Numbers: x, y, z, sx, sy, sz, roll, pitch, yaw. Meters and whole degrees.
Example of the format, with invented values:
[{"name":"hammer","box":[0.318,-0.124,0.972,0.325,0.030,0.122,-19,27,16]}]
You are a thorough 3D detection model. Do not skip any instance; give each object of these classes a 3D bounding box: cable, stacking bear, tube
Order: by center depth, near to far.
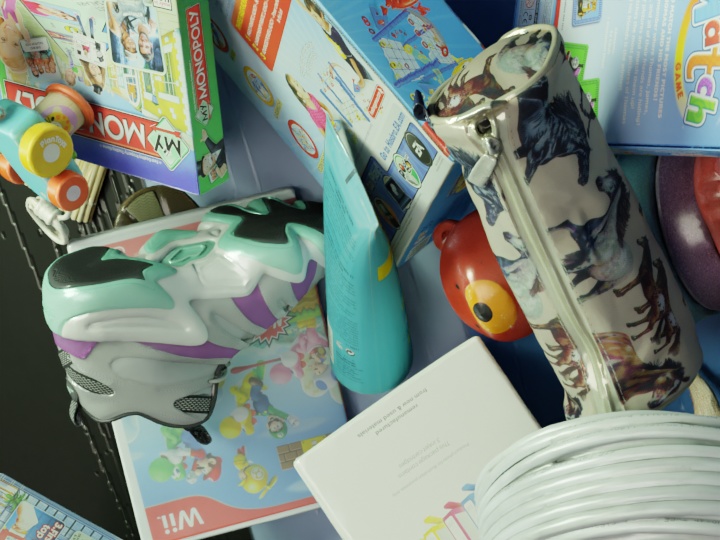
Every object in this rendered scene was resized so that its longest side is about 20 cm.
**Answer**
[{"name":"cable","box":[0.155,0.134,1.047,0.200,0.200,0.069,-32,46,48]},{"name":"stacking bear","box":[0.133,-0.012,1.142,0.200,0.114,0.122,-14,120,31]},{"name":"tube","box":[0.000,0.000,1.198,0.200,0.050,0.078,83,160,-58]}]

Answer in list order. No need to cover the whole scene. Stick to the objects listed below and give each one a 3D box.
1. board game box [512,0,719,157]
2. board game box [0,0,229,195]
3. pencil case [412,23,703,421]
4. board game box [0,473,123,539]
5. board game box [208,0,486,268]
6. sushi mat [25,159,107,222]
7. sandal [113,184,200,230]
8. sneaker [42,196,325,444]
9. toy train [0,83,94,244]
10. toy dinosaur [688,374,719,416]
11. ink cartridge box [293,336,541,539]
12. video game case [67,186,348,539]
[{"name":"board game box","box":[0.147,-0.133,1.063,0.200,0.037,0.152,8,90,60]},{"name":"board game box","box":[-0.165,-0.130,1.230,0.200,0.029,0.135,17,124,34]},{"name":"pencil case","box":[0.100,-0.015,1.031,0.078,0.089,0.200,-11,115,37]},{"name":"board game box","box":[-0.140,0.237,1.354,0.200,0.062,0.200,20,150,25]},{"name":"board game box","box":[-0.009,-0.116,1.160,0.196,0.056,0.200,50,164,7]},{"name":"sushi mat","box":[-0.183,-0.136,1.348,0.096,0.012,0.200,32,119,19]},{"name":"sandal","box":[-0.116,0.043,1.336,0.082,0.055,0.201,-12,100,-5]},{"name":"sneaker","box":[-0.087,0.040,1.264,0.078,0.200,0.140,-131,32,-58]},{"name":"toy train","box":[-0.225,-0.109,1.243,0.200,0.056,0.150,43,164,-2]},{"name":"toy dinosaur","box":[0.236,0.135,1.151,0.200,0.086,0.136,32,123,22]},{"name":"ink cartridge box","box":[0.067,0.156,1.203,0.125,0.129,0.200,-35,87,-5]},{"name":"video game case","box":[-0.088,0.061,1.305,0.143,0.017,0.200,-14,101,-5]}]
